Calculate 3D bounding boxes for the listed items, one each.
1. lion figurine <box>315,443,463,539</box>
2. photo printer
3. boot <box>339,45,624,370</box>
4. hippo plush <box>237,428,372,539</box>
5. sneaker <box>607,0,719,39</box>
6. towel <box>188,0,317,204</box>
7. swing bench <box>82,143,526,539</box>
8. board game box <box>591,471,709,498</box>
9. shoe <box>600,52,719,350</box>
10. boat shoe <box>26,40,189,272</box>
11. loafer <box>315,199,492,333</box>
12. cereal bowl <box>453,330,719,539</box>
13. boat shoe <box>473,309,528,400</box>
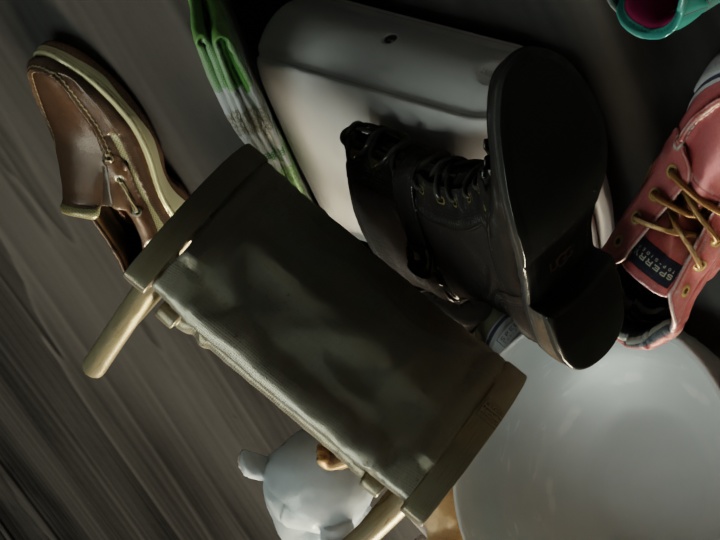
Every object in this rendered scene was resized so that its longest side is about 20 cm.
[{"bbox_3d":[0.045,0.142,1.469,0.122,0.073,0.201,-12,109,20],"label":"lion figurine"},{"bbox_3d":[0.050,-0.067,1.298,0.199,0.070,0.167,19,149,35],"label":"photo printer"},{"bbox_3d":[0.049,-0.044,1.186,0.174,0.069,0.201,28,141,43],"label":"boot"},{"bbox_3d":[0.015,0.132,1.574,0.159,0.161,0.200,31,155,13],"label":"hippo plush"},{"bbox_3d":[0.168,-0.133,0.968,0.200,0.121,0.084,40,155,-7],"label":"sneaker"},{"bbox_3d":[-0.072,-0.107,1.343,0.150,0.031,0.201,-111,-2,-45],"label":"towel"},{"bbox_3d":[-0.028,0.046,1.252,0.199,0.130,0.200,40,158,0],"label":"swing bench"},{"bbox_3d":[0.195,0.173,1.473,0.199,0.028,0.135,-16,131,35],"label":"board game box"},{"bbox_3d":[0.174,-0.031,1.170,0.071,0.091,0.200,33,155,8],"label":"shoe"},{"bbox_3d":[-0.179,-0.066,1.595,0.074,0.075,0.203,10,143,45],"label":"boat shoe"},{"bbox_3d":[0.000,0.000,1.426,0.199,0.073,0.072,29,125,33],"label":"loafer"},{"bbox_3d":[0.158,0.125,1.376,0.199,0.202,0.083,16,-178,38],"label":"cereal bowl"},{"bbox_3d":[0.114,0.090,1.503,0.062,0.072,0.201,42,157,42],"label":"boat shoe"}]
